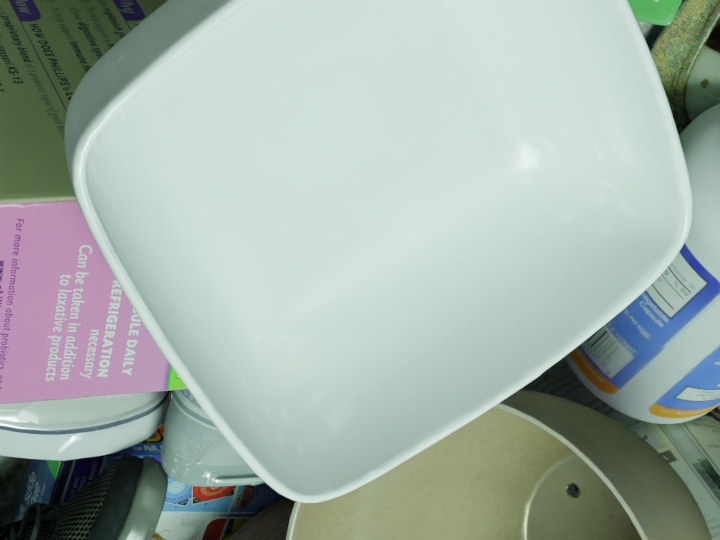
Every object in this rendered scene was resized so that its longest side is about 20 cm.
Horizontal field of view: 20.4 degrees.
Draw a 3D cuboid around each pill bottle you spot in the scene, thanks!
[{"bbox_3d":[0.183,-0.014,0.979,0.112,0.112,0.200,-1,151,-26],"label":"pill bottle"}]

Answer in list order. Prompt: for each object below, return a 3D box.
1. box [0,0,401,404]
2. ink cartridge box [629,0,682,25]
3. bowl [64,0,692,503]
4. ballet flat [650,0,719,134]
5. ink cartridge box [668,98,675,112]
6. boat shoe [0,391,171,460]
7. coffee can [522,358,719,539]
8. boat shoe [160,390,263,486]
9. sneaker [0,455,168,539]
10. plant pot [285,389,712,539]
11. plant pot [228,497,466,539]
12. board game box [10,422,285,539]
[{"bbox_3d":[-0.114,-0.039,0.813,0.200,0.176,0.097,-4,127,-25],"label":"box"},{"bbox_3d":[0.063,-0.196,0.841,0.200,0.083,0.147,5,122,-29],"label":"ink cartridge box"},{"bbox_3d":[0.004,-0.041,0.709,0.200,0.075,0.200,-34,126,-6],"label":"bowl"},{"bbox_3d":[0.195,-0.124,0.977,0.071,0.071,0.200,12,119,-33],"label":"ballet flat"},{"bbox_3d":[0.065,-0.049,0.924,0.200,0.059,0.104,-41,110,-11],"label":"ink cartridge box"},{"bbox_3d":[-0.176,0.036,0.918,0.200,0.072,0.066,10,125,-23],"label":"boat shoe"},{"bbox_3d":[0.155,0.142,1.074,0.146,0.200,0.146,-13,130,-16],"label":"coffee can"},{"bbox_3d":[-0.022,0.069,0.995,0.201,0.070,0.072,-3,126,-48],"label":"boat shoe"},{"bbox_3d":[-0.178,0.147,0.964,0.114,0.076,0.199,34,122,-16],"label":"sneaker"},{"bbox_3d":[0.083,0.141,0.911,0.134,0.200,0.200,-14,137,-54],"label":"plant pot"},{"bbox_3d":[-0.019,0.183,1.050,0.201,0.093,0.201,-23,136,-24],"label":"plant pot"},{"bbox_3d":[-0.126,0.166,1.063,0.135,0.034,0.200,5,122,-30],"label":"board game box"}]
